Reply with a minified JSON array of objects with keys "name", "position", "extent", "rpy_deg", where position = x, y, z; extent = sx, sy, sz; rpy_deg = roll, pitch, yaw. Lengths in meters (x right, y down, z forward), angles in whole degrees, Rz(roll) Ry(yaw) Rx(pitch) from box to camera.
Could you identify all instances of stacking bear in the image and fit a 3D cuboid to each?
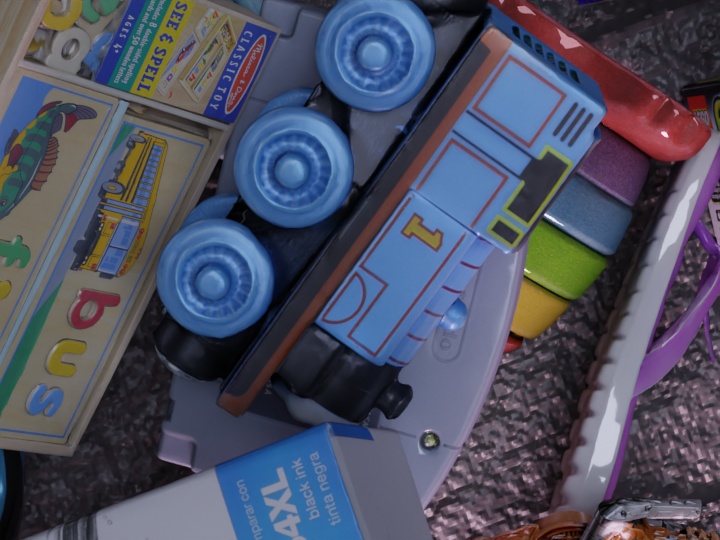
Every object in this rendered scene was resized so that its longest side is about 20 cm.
[{"name":"stacking bear","position":[0.050,-0.010,1.012],"extent":[0.121,0.114,0.201],"rpy_deg":[35,96,9]}]

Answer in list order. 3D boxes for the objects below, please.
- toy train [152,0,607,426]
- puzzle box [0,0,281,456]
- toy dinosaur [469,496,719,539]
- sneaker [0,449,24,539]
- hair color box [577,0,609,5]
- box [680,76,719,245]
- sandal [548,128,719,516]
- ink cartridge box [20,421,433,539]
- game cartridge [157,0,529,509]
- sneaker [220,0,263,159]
[{"name":"toy train","position":[0.004,-0.025,0.890],"extent":[0.114,0.087,0.201],"rpy_deg":[35,101,-3]},{"name":"puzzle box","position":[-0.119,-0.024,0.890],"extent":[0.133,0.025,0.201],"rpy_deg":[13,107,-55]},{"name":"toy dinosaur","position":[0.100,0.146,1.012],"extent":[0.199,0.102,0.136],"rpy_deg":[12,133,21]},{"name":"sneaker","position":[-0.167,0.033,0.974],"extent":[0.073,0.082,0.202],"rpy_deg":[-5,91,-10]},{"name":"hair color box","position":[0.168,-0.160,0.986],"extent":[0.109,0.200,0.065],"rpy_deg":[-15,94,-12]},{"name":"box","position":[0.202,-0.036,0.998],"extent":[0.034,0.200,0.111],"rpy_deg":[-15,95,-12]},{"name":"sandal","position":[0.136,0.035,1.047],"extent":[0.049,0.082,0.204],"rpy_deg":[19,101,1]},{"name":"ink cartridge box","position":[-0.076,0.131,0.882],"extent":[0.199,0.146,0.085],"rpy_deg":[-20,82,8]},{"name":"game cartridge","position":[0.000,0.000,0.953],"extent":[0.132,0.042,0.201],"rpy_deg":[15,100,2]},{"name":"sneaker","position":[-0.085,-0.133,0.988],"extent":[0.074,0.082,0.200],"rpy_deg":[-42,101,-10]}]
